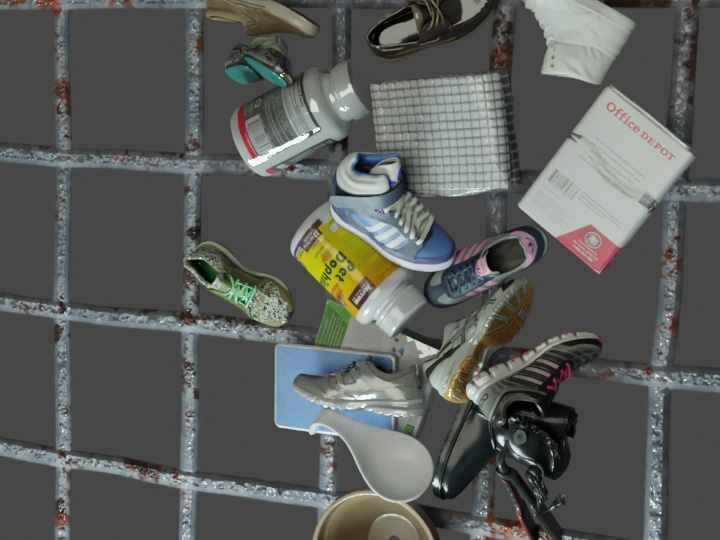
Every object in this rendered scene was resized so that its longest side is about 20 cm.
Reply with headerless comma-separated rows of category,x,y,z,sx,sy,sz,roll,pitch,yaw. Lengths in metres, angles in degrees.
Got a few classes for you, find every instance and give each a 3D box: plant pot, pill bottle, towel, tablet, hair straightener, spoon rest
plant pot,0.035,0.410,1.775,0.198,0.093,0.204,3,97,21
pill bottle,-0.080,-0.224,1.741,0.198,0.110,0.112,-24,87,23
towel,0.119,-0.189,1.676,0.197,0.085,0.168,-2,103,28
tablet,-0.038,0.179,1.785,0.197,0.014,0.132,4,99,24
hair straightener,0.243,0.305,1.656,0.076,0.041,0.202,-14,121,21
pill bottle,0.000,0.000,1.733,0.200,0.109,0.110,44,110,13
spoon rest,0.013,0.257,1.724,0.198,0.061,0.100,28,65,20

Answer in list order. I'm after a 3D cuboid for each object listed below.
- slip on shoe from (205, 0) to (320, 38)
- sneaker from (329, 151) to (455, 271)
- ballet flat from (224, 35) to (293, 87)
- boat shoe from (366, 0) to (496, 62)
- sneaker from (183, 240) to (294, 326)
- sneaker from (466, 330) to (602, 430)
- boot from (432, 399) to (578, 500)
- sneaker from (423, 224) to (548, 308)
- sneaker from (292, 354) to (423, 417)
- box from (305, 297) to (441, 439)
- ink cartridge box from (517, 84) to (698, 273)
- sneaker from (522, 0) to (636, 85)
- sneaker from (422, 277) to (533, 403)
slip on shoe,-0.147,-0.371,1.771,0.198,0.076,0.061,27,100,21
sneaker,0.053,-0.088,1.644,0.198,0.081,0.147,28,148,4
ballet flat,-0.140,-0.307,1.738,0.200,0.071,0.073,19,107,62
boat shoe,0.096,-0.345,1.673,0.198,0.073,0.075,-25,87,23
sneaker,-0.192,0.027,1.828,0.198,0.088,0.078,30,106,17
sneaker,0.247,0.154,1.633,0.198,0.074,0.088,-24,61,-4
boot,0.204,0.259,1.694,0.167,0.076,0.203,23,98,23
sneaker,0.163,-0.005,1.678,0.199,0.082,0.071,-31,85,23
sneaker,-0.001,0.161,1.731,0.197,0.075,0.083,5,85,16
box,0.021,0.144,1.782,0.198,0.036,0.146,24,105,18
ink cartridge box,0.328,-0.122,1.595,0.145,0.083,0.201,41,109,14
sneaker,0.254,-0.324,1.609,0.199,0.074,0.117,32,104,15
sneaker,0.159,0.083,1.683,0.201,0.076,0.087,-52,43,-6
